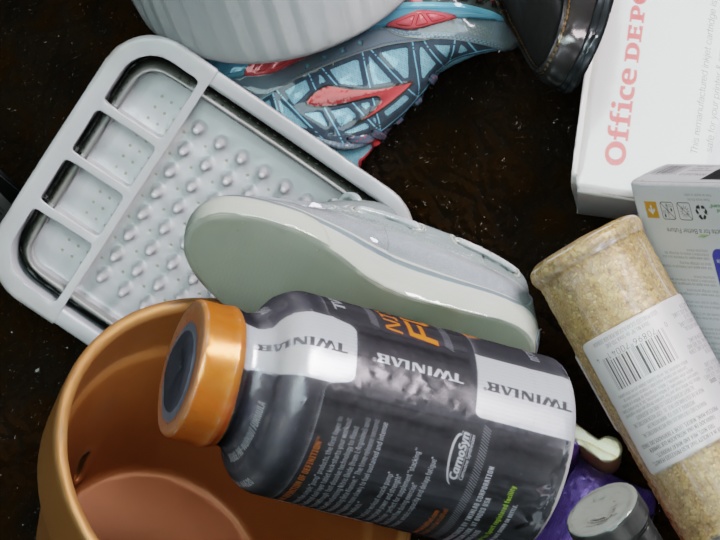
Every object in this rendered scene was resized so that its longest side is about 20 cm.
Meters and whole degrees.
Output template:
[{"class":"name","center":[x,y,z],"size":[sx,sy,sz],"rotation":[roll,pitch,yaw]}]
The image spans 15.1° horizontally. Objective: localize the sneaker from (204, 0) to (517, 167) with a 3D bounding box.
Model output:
[{"class":"sneaker","center":[0.000,-0.103,1.550],"size":[0.199,0.079,0.096],"rotation":[-12,94,9]}]

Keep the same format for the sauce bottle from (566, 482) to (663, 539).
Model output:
[{"class":"sauce bottle","center":[0.167,0.197,1.396],"size":[0.066,0.066,0.200],"rotation":[-35,116,-2]}]

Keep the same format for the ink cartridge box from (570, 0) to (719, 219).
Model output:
[{"class":"ink cartridge box","center":[0.224,-0.095,1.515],"size":[0.199,0.083,0.147],"rotation":[8,82,6]}]

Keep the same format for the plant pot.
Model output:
[{"class":"plant pot","center":[-0.088,0.135,1.450],"size":[0.199,0.140,0.201],"rotation":[13,54,-19]}]

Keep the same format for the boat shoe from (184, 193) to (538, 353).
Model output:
[{"class":"boat shoe","center":[0.001,0.000,1.451],"size":[0.200,0.072,0.070],"rotation":[20,127,-15]}]

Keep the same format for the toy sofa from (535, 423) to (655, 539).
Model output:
[{"class":"toy sofa","center":[0.073,0.170,1.485],"size":[0.097,0.083,0.200],"rotation":[36,85,11]}]

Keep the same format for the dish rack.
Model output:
[{"class":"dish rack","center":[-0.086,-0.018,1.519],"size":[0.199,0.044,0.172],"rotation":[34,102,-2]}]

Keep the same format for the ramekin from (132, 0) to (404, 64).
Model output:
[{"class":"ramekin","center":[-0.051,-0.205,1.509],"size":[0.199,0.098,0.201],"rotation":[-9,43,9]}]

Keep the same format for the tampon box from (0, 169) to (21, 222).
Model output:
[{"class":"tampon box","center":[-0.321,-0.053,1.532],"size":[0.200,0.126,0.150],"rotation":[35,85,10]}]

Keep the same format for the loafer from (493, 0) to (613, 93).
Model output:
[{"class":"loafer","center":[0.090,-0.165,1.491],"size":[0.072,0.200,0.073],"rotation":[20,119,-18]}]

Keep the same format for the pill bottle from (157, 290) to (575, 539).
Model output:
[{"class":"pill bottle","center":[0.000,0.072,1.378],"size":[0.199,0.106,0.107],"rotation":[15,81,-19]}]

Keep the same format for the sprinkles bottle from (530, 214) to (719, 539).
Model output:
[{"class":"sprinkles bottle","center":[0.165,0.072,1.431],"size":[0.068,0.068,0.201],"rotation":[-29,84,0]}]

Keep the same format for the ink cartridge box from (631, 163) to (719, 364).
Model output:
[{"class":"ink cartridge box","center":[0.207,0.042,1.444],"size":[0.037,0.094,0.201],"rotation":[-23,106,-35]}]
